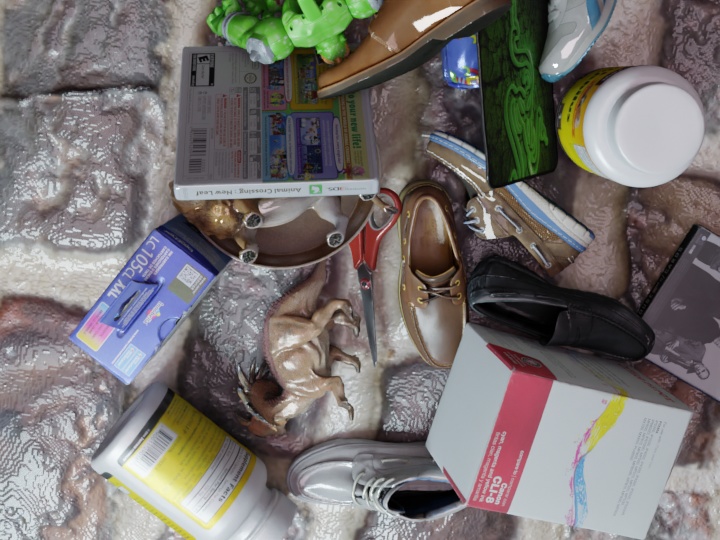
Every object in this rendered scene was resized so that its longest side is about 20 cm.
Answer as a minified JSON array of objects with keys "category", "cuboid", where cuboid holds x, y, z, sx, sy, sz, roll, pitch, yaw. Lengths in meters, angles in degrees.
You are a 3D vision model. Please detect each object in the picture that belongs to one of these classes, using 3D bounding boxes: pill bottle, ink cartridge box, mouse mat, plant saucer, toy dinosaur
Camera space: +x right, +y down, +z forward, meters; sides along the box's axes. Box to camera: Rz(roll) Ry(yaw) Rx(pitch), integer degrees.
[{"category":"pill bottle","cuboid":[-0.168,0.216,1.103,0.200,0.111,0.111,41,97,-10]},{"category":"ink cartridge box","cuboid":[0.194,0.159,1.062,0.200,0.145,0.145,14,101,-16]},{"category":"pill bottle","cuboid":[0.253,-0.137,1.001,0.109,0.200,0.109,0,100,-1]},{"category":"mouse mat","cuboid":[0.152,-0.186,1.025,0.008,0.161,0.200,3,103,34]},{"category":"plant saucer","cuboid":[-0.079,-0.098,1.066,0.200,0.034,0.200,0,82,-1]},{"category":"toy dinosaur","cuboid":[-0.071,0.085,1.101,0.135,0.086,0.200,0,94,6]},{"category":"ink cartridge box","cuboid":[-0.196,0.023,1.025,0.076,0.200,0.136,38,97,-7]}]

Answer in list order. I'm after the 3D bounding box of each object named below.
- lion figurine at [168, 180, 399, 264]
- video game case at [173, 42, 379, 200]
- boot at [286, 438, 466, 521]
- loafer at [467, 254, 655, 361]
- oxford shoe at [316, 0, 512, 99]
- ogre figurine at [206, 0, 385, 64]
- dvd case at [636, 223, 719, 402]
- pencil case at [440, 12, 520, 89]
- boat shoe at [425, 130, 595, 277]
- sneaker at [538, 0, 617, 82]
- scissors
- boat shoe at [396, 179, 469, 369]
[{"category":"lion figurine","cuboid":[-0.076,-0.068,1.010,0.200,0.122,0.073,-6,121,-18]},{"category":"video game case","cuboid":[-0.080,-0.145,1.007,0.182,0.200,0.022,-2,139,-4]},{"category":"boot","cuboid":[0.020,0.221,1.115,0.200,0.096,0.074,-7,100,1]},{"category":"loafer","cuboid":[0.202,0.052,1.085,0.200,0.070,0.068,22,137,-2]},{"category":"oxford shoe","cuboid":[0.036,-0.217,0.956,0.200,0.071,0.071,-28,90,27]},{"category":"ogre figurine","cuboid":[-0.049,-0.257,1.011,0.200,0.120,0.098,-10,133,-4]},{"category":"dvd case","cuboid":[0.399,0.064,1.127,0.200,0.025,0.150,30,98,-6]},{"category":"pencil case","cuboid":[0.096,-0.271,1.018,0.087,0.078,0.200,-23,113,-16]},{"category":"boat shoe","cuboid":[0.140,-0.064,1.078,0.200,0.072,0.072,35,99,-6]},{"category":"sneaker","cuboid":[0.211,-0.281,1.041,0.081,0.077,0.200,22,90,-6]},{"category":"scissors","cuboid":[0.000,0.000,1.112,0.073,0.014,0.200,14,109,22]},{"category":"boat shoe","cuboid":[0.073,0.009,1.092,0.072,0.068,0.200,-8,100,1]}]
